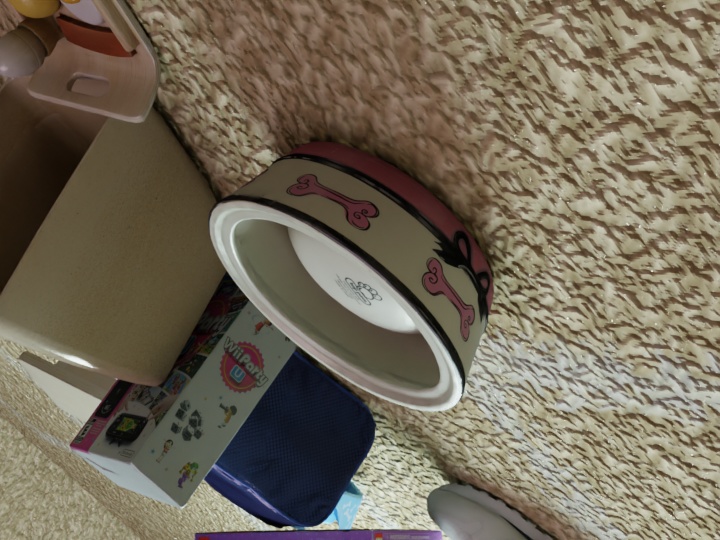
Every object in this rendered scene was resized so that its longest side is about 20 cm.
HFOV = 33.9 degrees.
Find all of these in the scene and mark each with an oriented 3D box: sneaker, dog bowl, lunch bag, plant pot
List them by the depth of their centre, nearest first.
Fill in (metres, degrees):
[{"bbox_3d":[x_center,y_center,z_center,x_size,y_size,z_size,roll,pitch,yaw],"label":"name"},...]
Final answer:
[{"bbox_3d":[0.000,0.000,0.768,0.199,0.074,0.201,32,157,16],"label":"dog bowl"},{"bbox_3d":[-0.218,-0.018,0.930,0.199,0.202,0.177,12,157,47],"label":"plant pot"},{"bbox_3d":[0.134,0.272,1.083,0.199,0.081,0.077,32,160,23],"label":"sneaker"},{"bbox_3d":[-0.100,0.149,1.124,0.199,0.136,0.132,39,158,-5],"label":"lunch bag"},{"bbox_3d":[-0.066,0.229,1.266,0.111,0.050,0.200,36,-178,32],"label":"dog bowl"}]

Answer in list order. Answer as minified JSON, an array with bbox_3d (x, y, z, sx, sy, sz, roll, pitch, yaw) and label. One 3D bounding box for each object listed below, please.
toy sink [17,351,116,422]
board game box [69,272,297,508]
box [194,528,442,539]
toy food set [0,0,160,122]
[{"bbox_3d":[-0.272,0.123,1.375,0.198,0.113,0.131,20,153,27],"label":"toy sink"},{"bbox_3d":[-0.136,0.086,0.972,0.064,0.201,0.147,45,156,-24],"label":"board game box"},{"bbox_3d":[-0.039,0.265,1.117,0.198,0.040,0.136,-8,165,29],"label":"box"},{"bbox_3d":[-0.230,-0.186,0.774,0.143,0.061,0.201,18,151,41],"label":"toy food set"}]
